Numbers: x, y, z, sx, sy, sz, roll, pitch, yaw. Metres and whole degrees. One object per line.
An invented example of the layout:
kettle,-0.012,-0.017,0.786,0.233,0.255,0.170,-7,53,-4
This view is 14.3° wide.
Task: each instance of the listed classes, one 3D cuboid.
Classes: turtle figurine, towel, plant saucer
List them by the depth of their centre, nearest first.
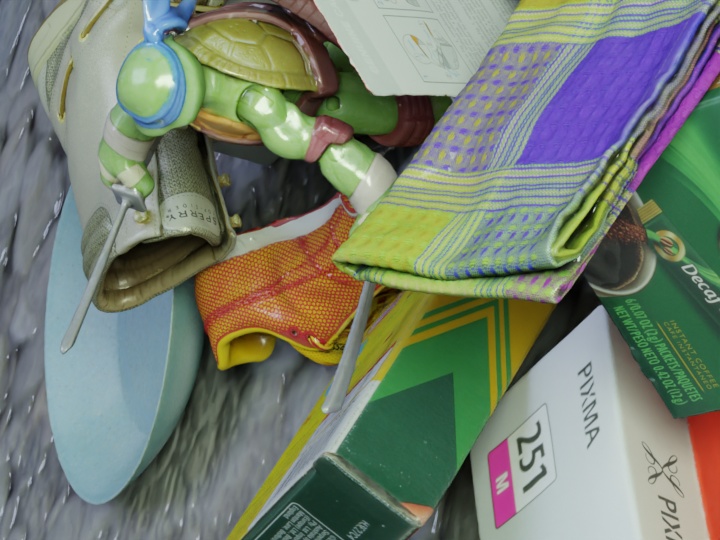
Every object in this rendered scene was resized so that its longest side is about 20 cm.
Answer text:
towel,0.079,-0.075,1.017,0.200,0.023,0.144,-56,27,-17
turtle figurine,-0.035,-0.039,1.229,0.144,0.194,0.201,-19,89,41
plant saucer,-0.118,0.023,1.511,0.201,0.039,0.202,-176,90,-66

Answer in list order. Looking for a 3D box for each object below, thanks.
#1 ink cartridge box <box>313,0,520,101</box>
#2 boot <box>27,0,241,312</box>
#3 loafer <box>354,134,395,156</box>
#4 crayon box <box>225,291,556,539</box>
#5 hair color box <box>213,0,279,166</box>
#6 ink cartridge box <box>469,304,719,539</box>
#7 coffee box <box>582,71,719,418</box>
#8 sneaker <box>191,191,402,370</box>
ink cartridge box,0.016,-0.117,1.189,0.050,0.200,0.162,-44,66,32
boot,-0.088,-0.086,1.344,0.200,0.072,0.155,-45,49,45
loafer,0.035,-0.109,1.337,0.200,0.075,0.070,-43,32,37
crayon box,0.017,0.056,1.198,0.127,0.051,0.200,-48,6,47
hair color box,-0.037,-0.137,1.440,0.200,0.109,0.065,-40,47,40
ink cartridge box,0.115,0.094,1.079,0.174,0.043,0.200,-46,34,36
coffee box,0.158,-0.022,0.984,0.200,0.123,0.044,-16,24,47
sneaker,0.000,0.000,1.344,0.200,0.073,0.077,-22,83,48
